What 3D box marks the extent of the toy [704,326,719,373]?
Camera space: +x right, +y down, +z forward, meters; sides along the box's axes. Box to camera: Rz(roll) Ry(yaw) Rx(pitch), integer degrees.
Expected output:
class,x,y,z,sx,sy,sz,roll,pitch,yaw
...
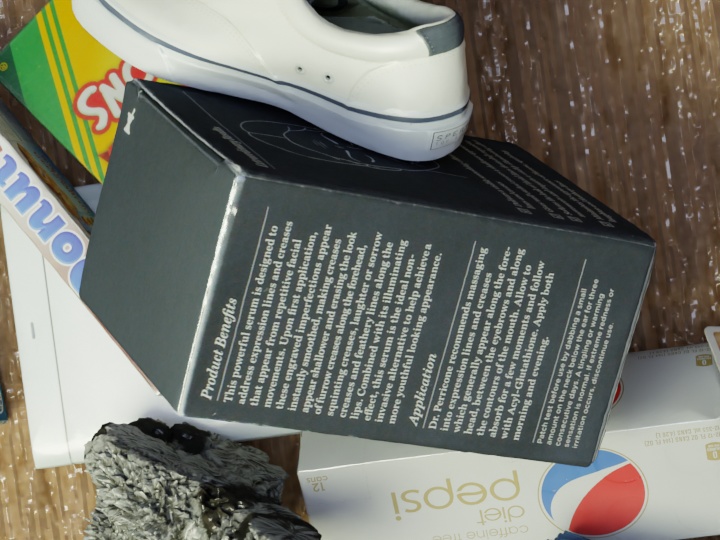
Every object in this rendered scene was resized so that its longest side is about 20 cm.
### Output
class,x,y,z,sx,sy,sz,roll,pitch,yaw
toy,0.232,0.100,1.223,0.114,0.047,0.201,2,53,-25

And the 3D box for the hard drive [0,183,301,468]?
class,x,y,z,sx,sy,sz,roll,pitch,yaw
hard drive,-0.068,0.017,1.347,0.198,0.027,0.133,-8,88,8

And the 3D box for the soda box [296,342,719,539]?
class,x,y,z,sx,sy,sz,roll,pitch,yaw
soda box,0.074,0.089,1.293,0.198,0.064,0.069,-8,122,8

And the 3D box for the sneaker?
class,x,y,z,sx,sy,sz,roll,pitch,yaw
sneaker,-0.036,-0.114,1.217,0.199,0.073,0.071,20,122,21

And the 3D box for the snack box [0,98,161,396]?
class,x,y,z,sx,sy,sz,roll,pitch,yaw
snack box,-0.142,-0.025,1.310,0.024,0.072,0.200,-40,83,4

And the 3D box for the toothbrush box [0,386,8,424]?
class,x,y,z,sx,sy,sz,roll,pitch,yaw
toothbrush box,-0.268,-0.006,1.349,0.145,0.085,0.202,-14,88,9

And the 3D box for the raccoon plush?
class,x,y,z,sx,sy,sz,roll,pitch,yaw
raccoon plush,-0.090,0.153,1.272,0.096,0.200,0.135,14,101,-16

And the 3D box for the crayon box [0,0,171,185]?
class,x,y,z,sx,sy,sz,roll,pitch,yaw
crayon box,-0.062,-0.070,1.314,0.200,0.051,0.127,43,88,15

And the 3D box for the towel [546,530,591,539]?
class,x,y,z,sx,sy,sz,roll,pitch,yaw
towel,0.153,0.197,1.230,0.199,0.049,0.112,20,91,8

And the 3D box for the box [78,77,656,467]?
class,x,y,z,sx,sy,sz,roll,pitch,yaw
box,0.000,0.000,1.209,0.199,0.148,0.108,9,105,-25
